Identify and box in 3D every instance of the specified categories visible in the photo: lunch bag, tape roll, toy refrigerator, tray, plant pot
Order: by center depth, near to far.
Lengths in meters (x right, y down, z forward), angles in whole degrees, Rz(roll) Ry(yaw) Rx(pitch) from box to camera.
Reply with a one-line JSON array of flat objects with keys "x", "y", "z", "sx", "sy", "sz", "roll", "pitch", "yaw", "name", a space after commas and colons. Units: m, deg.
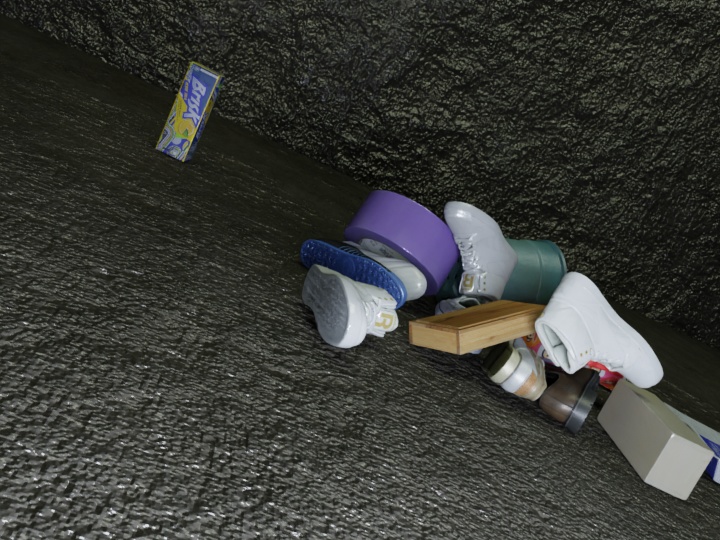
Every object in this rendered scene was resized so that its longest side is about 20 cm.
[{"x": 0.407, "y": 0.230, "z": 1.017, "sx": 0.070, "sy": 0.076, "sz": 0.200, "roll": 25, "pitch": 10, "yaw": -5, "name": "toy refrigerator"}, {"x": 0.176, "y": 0.077, "z": 1.050, "sx": 0.199, "sy": 0.037, "sz": 0.098, "roll": -11, "pitch": 10, "yaw": -38, "name": "tray"}, {"x": 0.352, "y": 0.136, "z": 1.217, "sx": 0.199, "sy": 0.082, "sz": 0.176, "roll": 20, "pitch": -2, "yaw": -25, "name": "lunch bag"}, {"x": 0.074, "y": -0.048, "z": 1.302, "sx": 0.199, "sy": 0.085, "sz": 0.200, "roll": 32, "pitch": -17, "yaw": 11, "name": "tape roll"}, {"x": 0.255, "y": 0.016, "z": 1.401, "sx": 0.195, "sy": 0.201, "sz": 0.200, "roll": 14, "pitch": 15, "yaw": -20, "name": "plant pot"}]

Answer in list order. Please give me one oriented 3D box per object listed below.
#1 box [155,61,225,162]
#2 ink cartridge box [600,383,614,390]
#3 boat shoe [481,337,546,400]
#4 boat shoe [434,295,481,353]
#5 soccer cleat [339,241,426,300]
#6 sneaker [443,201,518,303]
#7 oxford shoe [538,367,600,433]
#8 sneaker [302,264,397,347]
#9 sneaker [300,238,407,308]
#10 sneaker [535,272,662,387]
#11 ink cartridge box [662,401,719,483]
[{"x": -0.363, "y": -0.339, "z": 1.558, "sx": 0.070, "sy": 0.201, "sz": 0.064, "roll": 25, "pitch": 11, "yaw": -5, "name": "box"}, {"x": 0.456, "y": 0.174, "z": 1.459, "sx": 0.199, "sy": 0.050, "sz": 0.162, "roll": 28, "pitch": 11, "yaw": 27, "name": "ink cartridge box"}, {"x": 0.222, "y": 0.140, "z": 1.047, "sx": 0.068, "sy": 0.075, "sz": 0.200, "roll": 40, "pitch": 13, "yaw": 3, "name": "boat shoe"}, {"x": 0.180, "y": 0.077, "z": 1.225, "sx": 0.073, "sy": 0.067, "sz": 0.200, "roll": 23, "pitch": 11, "yaw": -14, "name": "boat shoe"}, {"x": 0.022, "y": 0.001, "z": 1.241, "sx": 0.199, "sy": 0.070, "sz": 0.077, "roll": 25, "pitch": 14, "yaw": 36, "name": "soccer cleat"}, {"x": 0.193, "y": -0.019, "z": 1.224, "sx": 0.073, "sy": 0.116, "sz": 0.200, "roll": 0, "pitch": -32, "yaw": 47, "name": "sneaker"}, {"x": 0.300, "y": 0.169, "z": 1.066, "sx": 0.084, "sy": 0.073, "sz": 0.200, "roll": 27, "pitch": 11, "yaw": 17, "name": "oxford shoe"}, {"x": 0.004, "y": 0.049, "z": 0.899, "sx": 0.115, "sy": 0.074, "sz": 0.200, "roll": 19, "pitch": 12, "yaw": -19, "name": "sneaker"}, {"x": 0.000, "y": 0.000, "z": 1.166, "sx": 0.199, "sy": 0.070, "sz": 0.078, "roll": 30, "pitch": 18, "yaw": 25, "name": "sneaker"}, {"x": 0.323, "y": 0.114, "z": 1.009, "sx": 0.200, "sy": 0.116, "sz": 0.074, "roll": 46, "pitch": -27, "yaw": -5, "name": "sneaker"}, {"x": 0.589, "y": 0.305, "z": 1.176, "sx": 0.199, "sy": 0.047, "sz": 0.198, "roll": 25, "pitch": 12, "yaw": 5, "name": "ink cartridge box"}]
